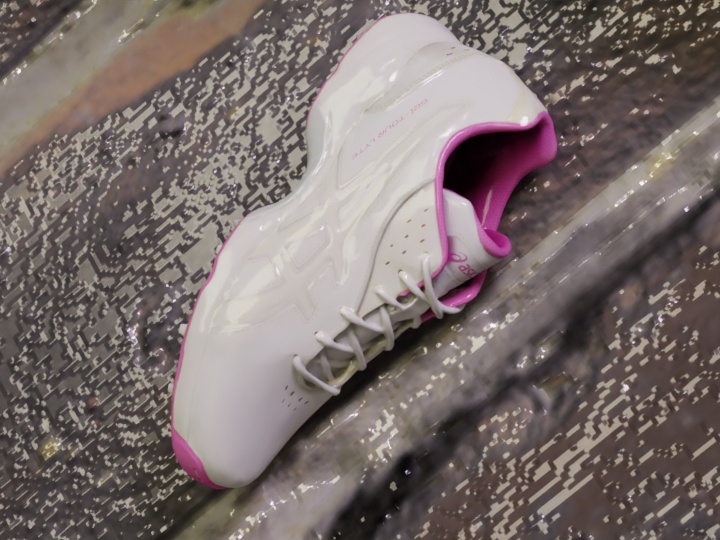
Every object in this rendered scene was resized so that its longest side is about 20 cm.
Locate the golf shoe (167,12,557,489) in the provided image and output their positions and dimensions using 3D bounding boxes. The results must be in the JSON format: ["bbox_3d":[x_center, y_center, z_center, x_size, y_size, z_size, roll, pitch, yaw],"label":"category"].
[{"bbox_3d":[0.000,0.000,1.026,0.091,0.075,0.201,27,87,33],"label":"golf shoe"}]
